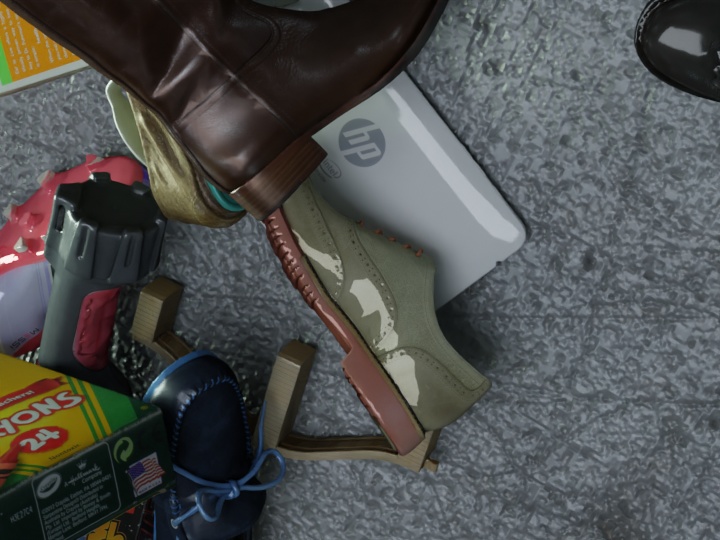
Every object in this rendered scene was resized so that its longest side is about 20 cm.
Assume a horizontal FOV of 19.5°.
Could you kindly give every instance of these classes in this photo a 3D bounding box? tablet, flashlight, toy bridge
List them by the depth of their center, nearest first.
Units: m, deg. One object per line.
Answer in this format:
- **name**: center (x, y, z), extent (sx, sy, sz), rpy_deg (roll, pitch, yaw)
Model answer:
- **tablet**: center (-0.012, -0.061, 1.179), extent (0.130, 0.014, 0.200), rpy_deg (-37, 93, 28)
- **flashlight**: center (-0.150, 0.034, 1.209), extent (0.068, 0.068, 0.200), rpy_deg (44, 137, 23)
- **toy bridge**: center (-0.045, 0.074, 1.234), extent (0.200, 0.027, 0.067), rpy_deg (25, 118, 12)

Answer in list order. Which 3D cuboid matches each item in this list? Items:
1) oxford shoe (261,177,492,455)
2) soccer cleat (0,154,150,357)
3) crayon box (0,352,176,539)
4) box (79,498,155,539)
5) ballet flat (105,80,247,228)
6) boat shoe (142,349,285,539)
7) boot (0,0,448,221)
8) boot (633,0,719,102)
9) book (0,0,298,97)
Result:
- **oxford shoe**: center (0.000, 0.000, 1.164), extent (0.074, 0.071, 0.200), rpy_deg (-30, 92, -3)
- **soccer cleat**: center (-0.191, 0.002, 1.255), extent (0.200, 0.067, 0.076), rpy_deg (-35, 129, 21)
- **crayon box**: center (-0.215, 0.100, 1.166), extent (0.200, 0.127, 0.051), rpy_deg (13, 120, 44)
- **box**: center (-0.204, 0.207, 1.275), extent (0.137, 0.040, 0.200), rpy_deg (8, 72, 20)
- **ballet flat**: center (-0.113, -0.115, 1.123), extent (0.072, 0.068, 0.200), rpy_deg (-13, 99, 41)
- **boat shoe**: center (-0.079, 0.126, 1.215), extent (0.069, 0.084, 0.200), rpy_deg (46, 156, 33)
- **boot**: center (-0.068, -0.155, 1.070), extent (0.200, 0.186, 0.064), rpy_deg (42, 164, -13)
- **boot**: center (0.211, -0.080, 0.991), extent (0.200, 0.174, 0.069), rpy_deg (16, 114, 16)
- **book**: center (-0.146, -0.184, 1.169), extent (0.200, 0.048, 0.134), rpy_deg (-14, 96, 25)
